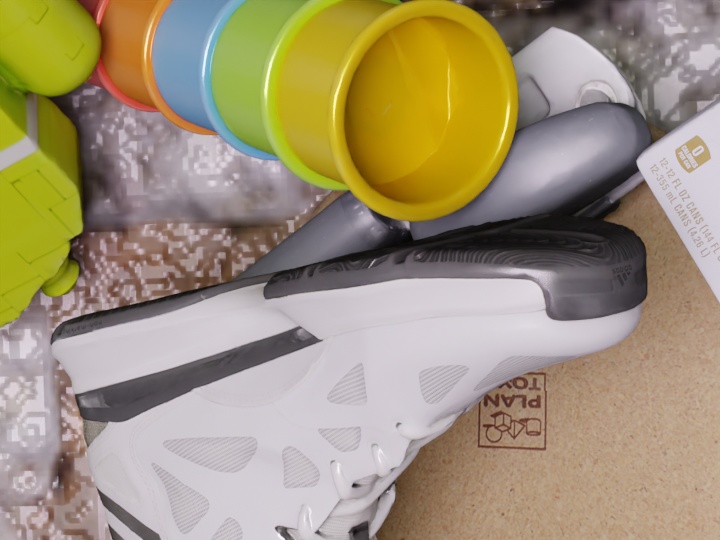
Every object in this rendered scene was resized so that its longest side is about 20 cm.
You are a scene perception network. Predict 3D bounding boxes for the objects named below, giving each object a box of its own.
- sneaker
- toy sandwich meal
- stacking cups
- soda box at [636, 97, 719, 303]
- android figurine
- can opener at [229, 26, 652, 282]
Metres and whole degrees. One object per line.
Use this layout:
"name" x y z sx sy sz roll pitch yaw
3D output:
"sneaker" 0.005 0.053 0.737 0.200 0.075 0.116 -13 91 43
"toy sandwich meal" 0.062 0.046 0.846 0.204 0.070 0.207 0 89 23
"stacking cups" -0.029 -0.062 0.808 0.060 0.200 0.061 -7 105 -27
"soda box" 0.162 0.032 0.742 0.068 0.064 0.201 -35 82 34
"android figurine" -0.163 -0.040 0.830 0.181 0.200 0.041 -28 43 18
"can opener" 0.000 0.000 0.804 0.200 0.066 0.053 -37 77 23
